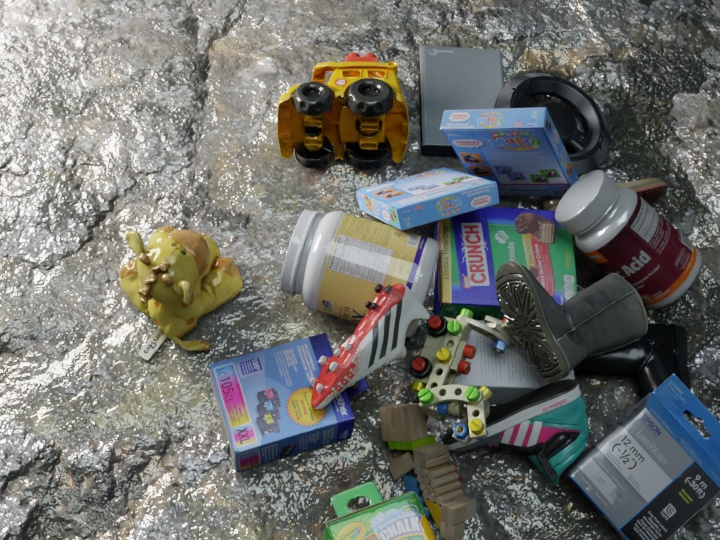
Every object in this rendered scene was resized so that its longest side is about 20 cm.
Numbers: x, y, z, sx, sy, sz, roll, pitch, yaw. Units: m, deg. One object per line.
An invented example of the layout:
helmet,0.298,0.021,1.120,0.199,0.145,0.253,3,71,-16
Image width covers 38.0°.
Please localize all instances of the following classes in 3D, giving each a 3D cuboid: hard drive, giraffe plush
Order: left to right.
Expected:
giraffe plush,-0.260,0.006,1.439,0.172,0.162,0.201,15,61,3
hard drive,0.166,-0.276,1.699,0.139,0.033,0.201,2,62,-3

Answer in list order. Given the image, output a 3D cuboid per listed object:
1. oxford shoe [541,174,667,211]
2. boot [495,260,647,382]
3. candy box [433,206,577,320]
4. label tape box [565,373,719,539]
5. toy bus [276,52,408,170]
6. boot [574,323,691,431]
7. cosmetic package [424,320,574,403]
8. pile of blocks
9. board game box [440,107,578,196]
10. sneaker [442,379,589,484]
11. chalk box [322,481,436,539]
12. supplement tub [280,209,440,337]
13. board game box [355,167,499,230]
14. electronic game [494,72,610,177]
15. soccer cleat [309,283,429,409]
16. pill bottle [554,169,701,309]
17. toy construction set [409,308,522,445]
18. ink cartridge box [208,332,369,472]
oxford shoe,0.376,-0.124,1.615,0.199,0.071,0.074,-11,61,-10
boot,0.288,0.042,1.401,0.200,0.072,0.182,-26,93,-32
candy box,0.210,-0.006,1.533,0.199,0.077,0.170,3,62,-2
label tape box,0.390,0.253,1.367,0.200,0.066,0.143,-42,83,2
toy bus,-0.028,-0.268,1.633,0.199,0.136,0.193,0,49,-2
boot,0.376,0.139,1.473,0.162,0.073,0.199,11,54,-1
cosmetic package,0.193,0.129,1.463,0.199,0.071,0.102,3,63,-3
pile of blocks,0.092,0.265,1.395,0.062,0.082,0.201,-7,66,-43
board game box,0.221,-0.169,1.522,0.151,0.200,0.037,3,68,27
sneaker,0.221,0.236,1.407,0.199,0.084,0.121,-23,98,17
chalk box,0.027,0.358,1.297,0.124,0.124,0.201,-18,65,-14
supplement tub,0.000,0.000,1.474,0.199,0.146,0.146,16,62,5
board game box,0.093,-0.108,1.525,0.151,0.200,0.037,-16,106,-13
electronic game,0.309,-0.234,1.677,0.199,0.042,0.201,7,61,-14
soccer cleat,0.012,0.109,1.369,0.085,0.069,0.200,39,82,-18
pill bottle,0.384,-0.046,1.508,0.200,0.114,0.114,39,62,-14
toy construction set,0.140,0.125,1.369,0.131,0.092,0.200,12,52,29
ink cartridge box,-0.092,0.172,1.416,0.199,0.076,0.137,-14,64,-14
